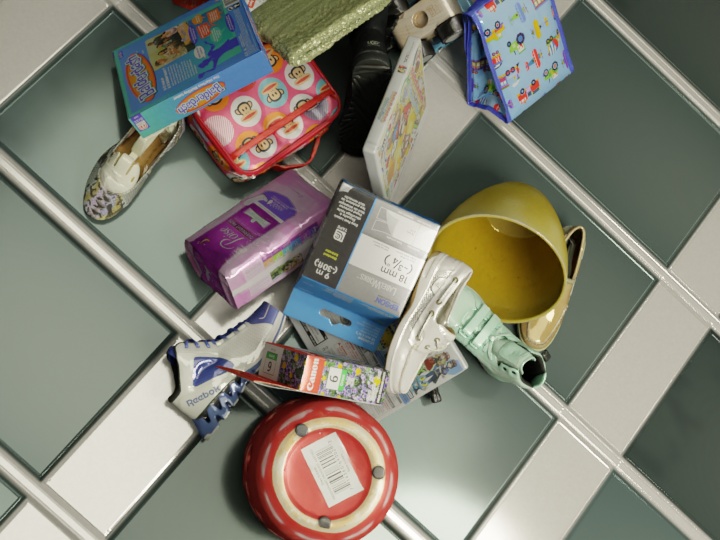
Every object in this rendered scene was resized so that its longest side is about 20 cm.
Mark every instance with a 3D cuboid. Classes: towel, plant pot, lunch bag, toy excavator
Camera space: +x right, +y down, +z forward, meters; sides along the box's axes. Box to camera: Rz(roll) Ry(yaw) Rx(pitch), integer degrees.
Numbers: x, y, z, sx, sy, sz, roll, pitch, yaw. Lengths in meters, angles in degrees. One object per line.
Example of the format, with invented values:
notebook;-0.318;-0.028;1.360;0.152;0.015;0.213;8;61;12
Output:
towel;-0.052;-0.368;1.444;0.200;0.037;0.148;-38;51;-11
plant pot;0.210;-0.045;1.490;0.199;0.200;0.142;32;46;-6
lunch bag;0.226;-0.348;1.536;0.150;0.201;0.094;-39;48;-20
toy excavator;0.149;-0.399;1.588;0.194;0.200;0.100;-31;87;25
plant pot;-0.053;0.258;1.328;0.199;0.183;0.202;1;82;-5
lunch bag;-0.133;-0.220;1.480;0.200;0.082;0.177;-37;93;-18

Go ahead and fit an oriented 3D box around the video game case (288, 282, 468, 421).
video game case;0.021;0.094;1.435;0.182;0.022;0.201;-32;87;11

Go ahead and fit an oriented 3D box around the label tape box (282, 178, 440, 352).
label tape box;0.000;0.000;1.373;0.144;0.063;0.201;23;97;-8

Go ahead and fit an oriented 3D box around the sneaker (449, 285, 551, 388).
sneaker;0.185;0.087;1.439;0.200;0.118;0.074;46;75;-27

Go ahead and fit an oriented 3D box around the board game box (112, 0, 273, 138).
board game box;-0.230;-0.284;1.406;0.199;0.045;0.153;-25;52;5

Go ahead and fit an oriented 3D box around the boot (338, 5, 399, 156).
boot;0.013;-0.289;1.505;0.076;0.201;0.169;5;51;-2

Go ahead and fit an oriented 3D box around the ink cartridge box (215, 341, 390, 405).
ink cartridge box;-0.073;0.127;1.332;0.199;0.109;0.051;15;87;-35

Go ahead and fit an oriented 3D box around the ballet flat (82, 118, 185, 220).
ballet flat;-0.311;-0.159;1.419;0.072;0.072;0.201;37;72;-5

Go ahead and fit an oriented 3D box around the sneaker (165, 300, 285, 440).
sneaker;-0.193;0.112;1.386;0.115;0.081;0.200;35;73;-8

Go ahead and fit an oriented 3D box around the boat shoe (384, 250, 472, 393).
boat shoe;0.091;0.078;1.369;0.069;0.071;0.201;23;96;21

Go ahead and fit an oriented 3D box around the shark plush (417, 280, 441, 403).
shark plush;0.090;0.084;1.477;0.083;0.091;0.201;-8;68;-58

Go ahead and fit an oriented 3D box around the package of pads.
package of pads;-0.130;-0.047;1.418;0.200;0.076;0.120;-36;46;-20

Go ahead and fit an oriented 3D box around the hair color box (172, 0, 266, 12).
hair color box;-0.162;-0.414;1.519;0.199;0.064;0.111;20;75;-9

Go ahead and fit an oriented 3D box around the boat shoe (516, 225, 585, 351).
boat shoe;0.287;0.022;1.539;0.071;0.076;0.201;20;74;-10

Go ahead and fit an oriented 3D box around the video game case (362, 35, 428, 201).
video game case;0.053;-0.200;1.464;0.023;0.200;0.183;17;72;13
